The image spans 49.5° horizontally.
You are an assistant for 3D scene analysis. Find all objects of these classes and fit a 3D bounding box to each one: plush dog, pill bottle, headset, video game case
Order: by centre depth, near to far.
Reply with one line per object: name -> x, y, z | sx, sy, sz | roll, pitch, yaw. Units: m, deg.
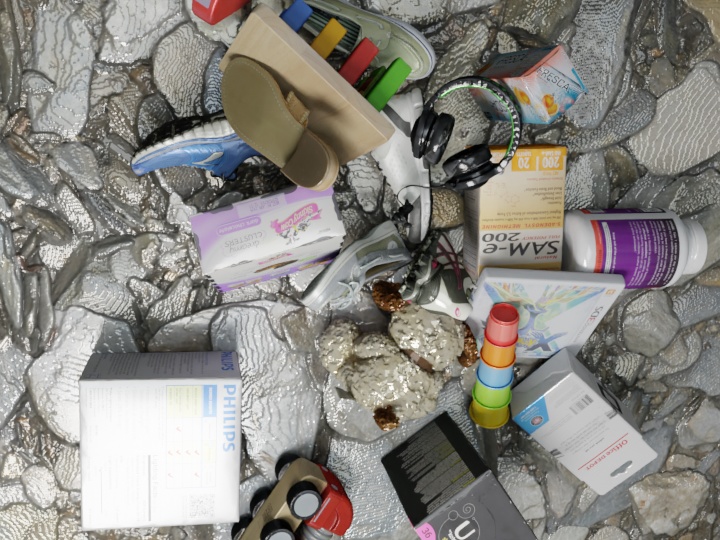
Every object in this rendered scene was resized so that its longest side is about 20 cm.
headset -> 0.107, -0.140, 0.952 | 0.123, 0.094, 0.200 | 40, 118, -1
plush dog -> 0.063, 0.111, 1.039 | 0.199, 0.161, 0.173 | 33, 97, -14
video game case -> 0.237, 0.064, 1.080 | 0.197, 0.022, 0.183 | 3, 141, -11
pill bottle -> 0.375, -0.030, 1.096 | 0.197, 0.112, 0.114 | -1, 102, -10

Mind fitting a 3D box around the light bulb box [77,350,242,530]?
light bulb box -> -0.256, 0.216, 1.021 | 0.197, 0.125, 0.202 | 1, 101, -12

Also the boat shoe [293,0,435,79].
boat shoe -> 0.002, -0.291, 0.986 | 0.198, 0.062, 0.072 | 23, 130, -8

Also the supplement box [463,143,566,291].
supplement box -> 0.210, -0.070, 1.076 | 0.124, 0.074, 0.203 | -3, 103, -9

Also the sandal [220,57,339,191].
sandal -> -0.084, -0.160, 0.902 | 0.078, 0.212, 0.069 | -51, 150, 18

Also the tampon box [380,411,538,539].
tampon box -> 0.135, 0.321, 1.079 | 0.126, 0.200, 0.151 | -36, 105, -1

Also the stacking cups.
stacking cups -> 0.184, 0.134, 1.075 | 0.060, 0.061, 0.202 | -10, 133, -8

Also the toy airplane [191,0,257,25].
toy airplane -> -0.112, -0.398, 0.907 | 0.197, 0.141, 0.203 | -8, 79, 9

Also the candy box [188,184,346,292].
candy box -> -0.109, -0.037, 0.952 | 0.165, 0.200, 0.073 | -16, 84, -7

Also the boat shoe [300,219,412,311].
boat shoe -> 0.000, 0.001, 0.999 | 0.065, 0.202, 0.074 | 50, 129, 2

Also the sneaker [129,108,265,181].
sneaker -> -0.192, -0.145, 0.979 | 0.197, 0.079, 0.090 | -12, 119, 6

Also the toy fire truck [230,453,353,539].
toy fire truck -> -0.058, 0.389, 1.107 | 0.199, 0.129, 0.177 | 33, 94, -27

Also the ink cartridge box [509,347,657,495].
ink cartridge box -> 0.326, 0.225, 1.149 | 0.200, 0.067, 0.116 | 42, 110, -16

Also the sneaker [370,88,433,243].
sneaker -> 0.056, -0.136, 1.044 | 0.079, 0.074, 0.203 | -6, 99, 6

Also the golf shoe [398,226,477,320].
golf shoe -> 0.104, 0.009, 1.008 | 0.087, 0.200, 0.078 | 32, 113, -2

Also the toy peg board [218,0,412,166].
toy peg board -> -0.049, -0.238, 0.940 | 0.199, 0.200, 0.098 | 41, 74, -15

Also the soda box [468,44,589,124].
soda box -> 0.201, -0.230, 0.975 | 0.063, 0.200, 0.069 | -38, 107, -1
